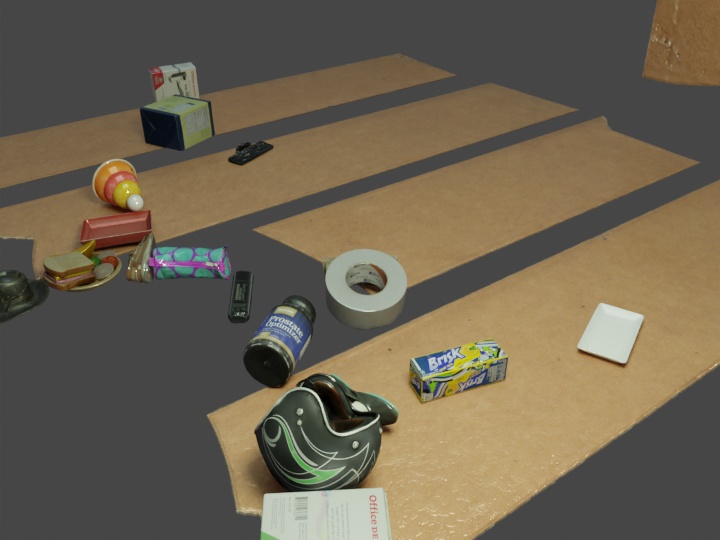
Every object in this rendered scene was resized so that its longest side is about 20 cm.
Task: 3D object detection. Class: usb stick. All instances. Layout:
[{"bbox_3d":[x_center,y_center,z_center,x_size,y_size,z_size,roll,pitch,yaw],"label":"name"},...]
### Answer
[{"bbox_3d":[-0.292,0.062,1.676,0.054,0.033,0.202,3,31,-7],"label":"usb stick"}]

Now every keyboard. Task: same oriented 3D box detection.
[{"bbox_3d":[-0.412,-0.445,2.503,0.102,0.041,0.200,16,34,24],"label":"keyboard"}]

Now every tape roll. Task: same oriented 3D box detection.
[{"bbox_3d":[0.012,0.042,1.624,0.194,0.067,0.204,2,46,-2],"label":"tape roll"}]

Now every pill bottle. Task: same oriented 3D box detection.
[{"bbox_3d":[-0.165,0.143,1.462,0.108,0.115,0.201,7,32,13],"label":"pill bottle"}]

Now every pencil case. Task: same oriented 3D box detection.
[{"bbox_3d":[-0.435,-0.019,1.760,0.193,0.088,0.092,0,2,2],"label":"pencil case"}]

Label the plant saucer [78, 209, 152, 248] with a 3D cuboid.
[{"bbox_3d":[-0.693,-0.115,1.951,0.194,0.038,0.200,-11,24,-15],"label":"plant saucer"}]

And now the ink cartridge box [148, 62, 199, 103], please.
[{"bbox_3d":[-0.825,-0.828,3.034,0.195,0.150,0.083,-17,35,-24],"label":"ink cartridge box"}]

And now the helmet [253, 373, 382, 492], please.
[{"bbox_3d":[-0.065,0.285,1.148,0.191,0.201,0.199,45,44,7],"label":"helmet"}]

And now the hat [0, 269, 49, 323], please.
[{"bbox_3d":[-0.860,0.051,1.641,0.194,0.083,0.203,-7,34,5],"label":"hat"}]

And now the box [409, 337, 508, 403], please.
[{"bbox_3d":[0.200,0.204,1.401,0.194,0.066,0.070,-11,33,-17],"label":"box"}]

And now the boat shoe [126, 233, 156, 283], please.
[{"bbox_3d":[-0.580,-0.036,1.805,0.069,0.078,0.201,-6,30,-5],"label":"boat shoe"}]

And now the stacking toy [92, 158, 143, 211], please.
[{"bbox_3d":[-0.718,-0.236,2.088,0.144,0.149,0.199,-24,47,-33],"label":"stacking toy"}]

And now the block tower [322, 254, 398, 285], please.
[{"bbox_3d":[0.000,0.000,1.749,0.193,0.055,0.058,-2,30,0],"label":"block tower"}]

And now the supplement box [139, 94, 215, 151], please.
[{"bbox_3d":[-0.699,-0.570,2.619,0.195,0.138,0.199,16,35,26],"label":"supplement box"}]

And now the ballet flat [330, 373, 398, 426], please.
[{"bbox_3d":[-0.015,0.264,1.315,0.197,0.069,0.068,16,43,44],"label":"ballet flat"}]

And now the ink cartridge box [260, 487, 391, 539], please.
[{"bbox_3d":[-0.051,0.418,1.034,0.193,0.090,0.147,-4,32,-2],"label":"ink cartridge box"}]

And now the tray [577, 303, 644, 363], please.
[{"bbox_3d":[0.563,0.143,1.533,0.105,0.023,0.200,16,35,27],"label":"tray"}]

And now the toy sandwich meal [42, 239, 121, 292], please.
[{"bbox_3d":[-0.724,-0.015,1.773,0.198,0.072,0.207,-1,31,0],"label":"toy sandwich meal"}]
